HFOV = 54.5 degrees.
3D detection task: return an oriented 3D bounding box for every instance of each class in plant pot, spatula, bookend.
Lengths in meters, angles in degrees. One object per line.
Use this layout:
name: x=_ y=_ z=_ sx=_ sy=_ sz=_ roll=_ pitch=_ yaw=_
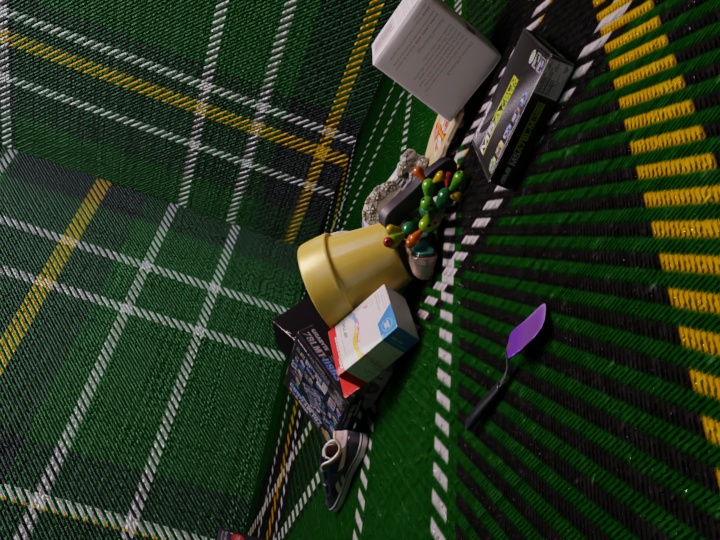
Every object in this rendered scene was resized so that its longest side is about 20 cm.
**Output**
plant pot: x=0.000 y=0.000 z=1.422 sx=0.187 sy=0.202 sz=0.201 roll=-25 pitch=25 yaw=13
spatula: x=0.170 y=0.125 z=0.841 sx=0.057 sy=0.020 sz=0.202 roll=-63 pitch=-5 yaw=-58
bookend: x=-0.068 y=0.148 z=1.639 sx=0.199 sy=0.198 sz=0.093 roll=-33 pitch=-41 yaw=-29

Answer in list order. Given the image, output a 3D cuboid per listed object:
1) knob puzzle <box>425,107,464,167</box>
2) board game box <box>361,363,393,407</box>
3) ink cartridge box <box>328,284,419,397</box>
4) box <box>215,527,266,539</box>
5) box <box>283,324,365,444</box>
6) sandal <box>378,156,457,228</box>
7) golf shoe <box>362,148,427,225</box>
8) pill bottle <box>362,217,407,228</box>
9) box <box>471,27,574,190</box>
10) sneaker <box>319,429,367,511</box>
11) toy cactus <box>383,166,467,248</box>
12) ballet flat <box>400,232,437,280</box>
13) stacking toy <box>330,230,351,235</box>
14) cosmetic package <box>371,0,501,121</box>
knob puzzle: x=0.187 y=-0.300 z=1.532 sx=0.220 sy=0.030 sz=0.222 roll=-162 pitch=90 yaw=-80
board game box: x=0.028 y=0.165 z=1.493 sx=0.148 sy=0.064 sz=0.201 roll=116 pitch=169 yaw=-47
ink cartridge box: x=0.008 y=0.138 z=1.336 sx=0.200 sy=0.067 sz=0.117 roll=-42 pitch=39 yaw=21
box: x=-0.351 y=0.875 z=2.035 sx=0.200 sy=0.180 sz=0.105 roll=-100 pitch=30 yaw=-70
box: x=-0.082 y=0.252 z=1.489 sx=0.200 sy=0.049 sz=0.200 roll=50 pitch=145 yaw=27
sandal: x=0.109 y=-0.161 z=1.364 sx=0.199 sy=0.043 sz=0.076 roll=-38 pitch=-35 yaw=-15
golf shoe: x=0.078 y=-0.173 z=1.566 sx=0.200 sy=0.078 sz=0.097 roll=-50 pitch=-5 yaw=-9
pill bottle: x=0.060 y=-0.099 z=1.659 sx=0.200 sy=0.111 sz=0.113 roll=-97 pitch=27 yaw=-69
box: x=0.240 y=-0.250 z=1.068 sx=0.194 sy=0.047 sz=0.202 roll=-93 pitch=23 yaw=-60
sneaker: x=-0.052 y=0.412 z=1.458 sx=0.079 sy=0.078 sz=0.202 roll=-97 pitch=25 yaw=-66
toy cactus: x=0.120 y=-0.111 z=1.326 sx=0.201 sy=0.102 sz=0.165 roll=-53 pitch=-14 yaw=-1
ballet flat: x=0.112 y=-0.036 z=1.389 sx=0.200 sy=0.067 sz=0.068 roll=-90 pitch=-4 yaw=-67
stacking toy: x=-0.026 y=0.021 z=1.617 sx=0.147 sy=0.144 sz=0.201 roll=-65 pitch=36 yaw=37
cosmetic package: x=0.147 y=-0.442 z=1.408 sx=0.165 sy=0.199 sz=0.165 roll=-50 pitch=19 yaw=24
